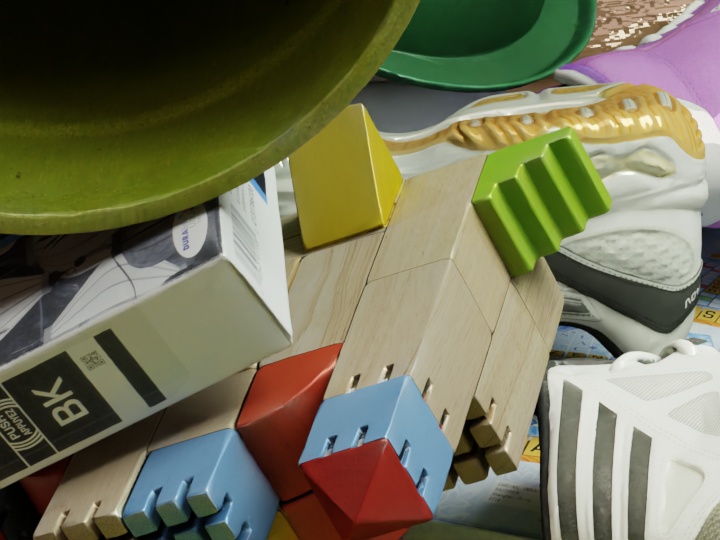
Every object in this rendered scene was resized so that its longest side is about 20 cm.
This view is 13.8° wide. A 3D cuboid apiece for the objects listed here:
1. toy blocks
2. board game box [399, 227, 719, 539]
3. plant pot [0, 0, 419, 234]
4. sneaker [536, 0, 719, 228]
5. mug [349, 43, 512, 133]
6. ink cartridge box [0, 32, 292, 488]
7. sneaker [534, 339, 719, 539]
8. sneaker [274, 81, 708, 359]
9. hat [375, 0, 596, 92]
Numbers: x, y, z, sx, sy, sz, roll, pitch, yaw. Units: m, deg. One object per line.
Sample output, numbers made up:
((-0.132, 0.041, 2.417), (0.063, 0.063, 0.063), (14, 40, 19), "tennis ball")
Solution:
((-0.035, 0.046, 0.767), (0.199, 0.100, 0.137), (-17, 28, 25), "toy blocks")
((0.069, 0.035, 0.900), (0.199, 0.041, 0.200), (9, 36, 26), "board game box")
((-0.076, -0.142, 0.750), (0.199, 0.201, 0.193), (-6, 28, 4), "plant pot")
((0.106, -0.065, 0.949), (0.114, 0.073, 0.201), (-3, 18, 0), "sneaker")
((-0.040, -0.080, 1.011), (0.199, 0.148, 0.175), (9, 32, 27), "mug")
((-0.113, 0.020, 0.767), (0.199, 0.039, 0.100), (-28, 37, 14), "ink cartridge box")
((0.112, 0.022, 0.798), (0.115, 0.076, 0.201), (15, 41, 29), "sneaker")
((0.000, 0.000, 0.847), (0.199, 0.088, 0.076), (-3, 14, 12), "sneaker")
((0.041, -0.169, 0.917), (0.199, 0.176, 0.166), (25, 40, -6), "hat")
